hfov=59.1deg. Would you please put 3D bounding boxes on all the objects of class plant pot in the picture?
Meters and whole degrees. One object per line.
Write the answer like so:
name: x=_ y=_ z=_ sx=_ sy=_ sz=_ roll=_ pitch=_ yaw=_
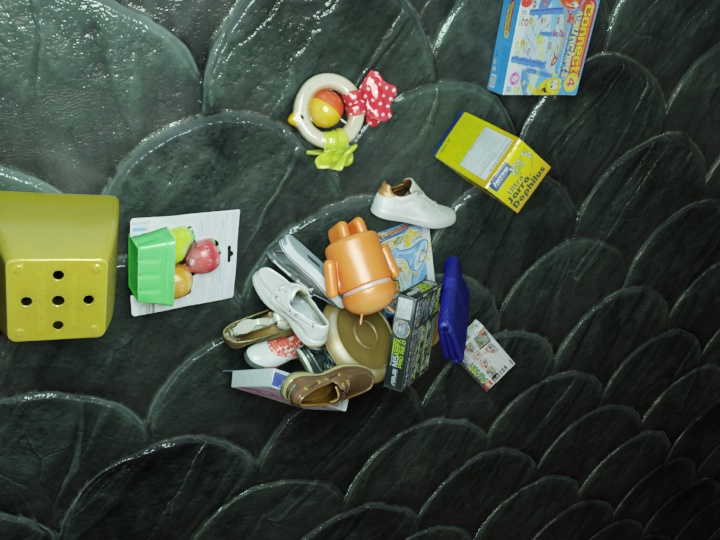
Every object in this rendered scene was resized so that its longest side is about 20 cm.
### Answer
plant pot: x=-0.478 y=0.005 z=0.998 sx=0.198 sy=0.176 sz=0.202 roll=-1 pitch=118 yaw=-28
plant pot: x=0.006 y=0.137 z=1.332 sx=0.199 sy=0.202 sz=0.027 roll=19 pitch=142 yaw=-35

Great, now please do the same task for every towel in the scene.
towel: x=0.203 y=0.088 z=1.414 sx=0.049 sy=0.201 sz=0.148 roll=-6 pitch=136 yaw=21

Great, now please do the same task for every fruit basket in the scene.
fruit basket: x=-0.317 y=-0.019 z=1.144 sx=0.199 sy=0.093 sz=0.187 roll=-15 pitch=125 yaw=-39

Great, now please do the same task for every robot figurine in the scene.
robot figurine: x=-0.002 y=0.001 z=1.254 sx=0.116 sy=0.202 sz=0.144 roll=-22 pitch=174 yaw=22

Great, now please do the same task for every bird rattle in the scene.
bird rattle: x=-0.037 y=-0.278 z=1.129 sx=0.162 sy=0.113 sz=0.201 roll=31 pitch=97 yaw=-21

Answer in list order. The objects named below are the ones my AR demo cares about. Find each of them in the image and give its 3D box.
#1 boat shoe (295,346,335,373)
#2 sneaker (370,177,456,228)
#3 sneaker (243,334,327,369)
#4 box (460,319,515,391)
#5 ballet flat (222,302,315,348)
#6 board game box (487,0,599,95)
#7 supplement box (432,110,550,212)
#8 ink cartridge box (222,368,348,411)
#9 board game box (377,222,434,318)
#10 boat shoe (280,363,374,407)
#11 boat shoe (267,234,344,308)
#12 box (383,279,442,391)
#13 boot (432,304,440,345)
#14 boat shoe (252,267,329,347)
boat shoe: x=-0.080 y=0.190 z=1.293 sx=0.066 sy=0.075 sz=0.200 roll=-32 pitch=151 yaw=-7
sneaker: x=0.123 y=-0.140 z=1.305 sx=0.198 sy=0.073 sz=0.085 roll=5 pitch=117 yaw=-29
sneaker: x=-0.138 y=0.141 z=1.306 sx=0.200 sy=0.067 sz=0.108 roll=0 pitch=134 yaw=-41
box: x=0.313 y=0.222 z=1.641 sx=0.110 sy=0.035 sz=0.200 roll=-44 pitch=128 yaw=1
ballet flat: x=-0.183 y=0.102 z=1.253 sx=0.198 sy=0.069 sz=0.072 roll=-16 pitch=166 yaw=2
board game box: x=0.364 y=-0.456 z=1.266 sx=0.194 sy=0.056 sz=0.202 roll=-8 pitch=120 yaw=-24
supplement box: x=0.253 y=-0.217 z=1.251 sx=0.109 sy=0.200 sz=0.109 roll=27 pitch=103 yaw=-36
ink cartridge box: x=-0.158 y=0.247 z=1.306 sx=0.195 sy=0.199 sz=0.044 roll=26 pitch=65 yaw=-35
board game box: x=0.094 y=-0.005 z=1.391 sx=0.134 sy=0.034 sz=0.202 roll=-22 pitch=125 yaw=-16
boat shoe: x=-0.052 y=0.227 z=1.209 sx=0.198 sy=0.067 sz=0.073 roll=-2 pitch=111 yaw=-35
boat shoe: x=-0.104 y=0.016 z=1.269 sx=0.068 sy=0.074 sz=0.199 roll=-36 pitch=124 yaw=16
box: x=0.112 y=0.133 z=1.334 sx=0.160 sy=0.044 sz=0.202 roll=-23 pitch=124 yaw=-62
boot: x=0.093 y=0.146 z=1.454 sx=0.154 sy=0.077 sz=0.201 roll=4 pitch=131 yaw=-24
boat shoe: x=-0.127 y=0.054 z=1.209 sx=0.071 sy=0.200 sz=0.070 roll=-28 pitch=154 yaw=-45
